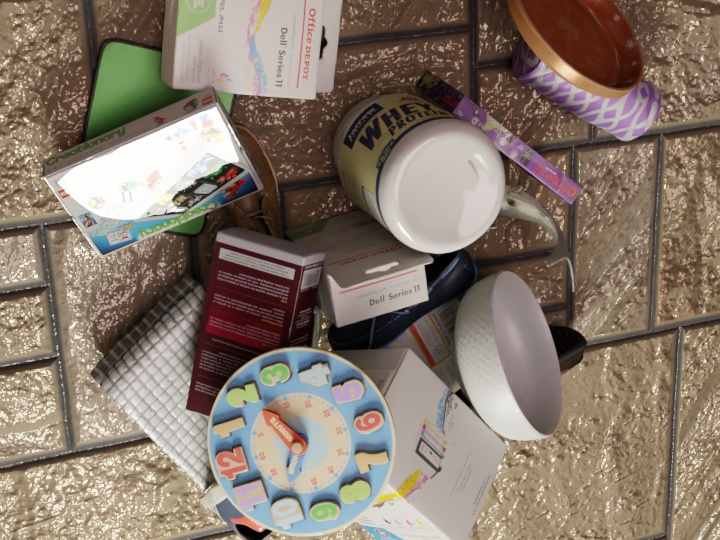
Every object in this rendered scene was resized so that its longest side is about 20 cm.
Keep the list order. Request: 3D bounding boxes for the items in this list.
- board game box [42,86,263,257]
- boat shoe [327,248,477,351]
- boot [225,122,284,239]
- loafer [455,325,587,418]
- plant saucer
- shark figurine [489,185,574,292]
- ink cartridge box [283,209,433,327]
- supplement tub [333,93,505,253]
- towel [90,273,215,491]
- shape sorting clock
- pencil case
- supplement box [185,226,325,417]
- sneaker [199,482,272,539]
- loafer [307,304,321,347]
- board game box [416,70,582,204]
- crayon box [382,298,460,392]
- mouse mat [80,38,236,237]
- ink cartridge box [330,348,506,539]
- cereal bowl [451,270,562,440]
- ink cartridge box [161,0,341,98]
[{"bbox_3d":[-0.217,-0.101,1.303,0.198,0.035,0.127,-22,134,5],"label":"board game box"},{"bbox_3d":[0.041,0.026,1.471,0.199,0.084,0.069,-36,142,-4],"label":"boat shoe"},{"bbox_3d":[-0.116,-0.067,1.383,0.073,0.075,0.202,-20,114,-12],"label":"boot"},{"bbox_3d":[0.207,0.142,1.598,0.199,0.073,0.072,-29,126,-5],"label":"loafer"},{"bbox_3d":[0.240,-0.278,1.405,0.199,0.202,0.032,23,137,-27],"label":"plant saucer"},{"bbox_3d":[0.175,-0.063,1.490,0.090,0.212,0.129,78,35,-62],"label":"shark figurine"},{"bbox_3d":[0.000,0.000,1.382,0.116,0.200,0.068,-16,114,-15],"label":"ink cartridge box"},{"bbox_3d":[0.058,-0.114,1.365,0.143,0.200,0.147,-7,111,-19],"label":"supplement tub"},{"bbox_3d":[-0.189,0.127,1.417,0.166,0.085,0.200,-45,123,-10],"label":"towel"},{"bbox_3d":[-0.062,0.178,1.273,0.197,0.039,0.203,1,100,8],"label":"shape sorting clock"},{"bbox_3d":[0.275,-0.230,1.482,0.199,0.084,0.086,24,60,-29],"label":"pencil case"},{"bbox_3d":[-0.113,0.065,1.321,0.108,0.061,0.202,16,102,18],"label":"supplement box"},{"bbox_3d":[-0.134,0.273,1.425,0.075,0.200,0.085,-40,87,-10],"label":"sneaker"},{"bbox_3d":[-0.092,0.125,1.382,0.069,0.070,0.202,8,102,-33],"label":"loafer"},{"bbox_3d":[0.162,-0.156,1.439,0.199,0.120,0.032,34,94,-27],"label":"board game box"},{"bbox_3d":[0.052,0.119,1.530,0.199,0.052,0.126,-35,118,-8],"label":"crayon box"},{"bbox_3d":[-0.226,-0.142,1.350,0.159,0.008,0.202,9,103,-25],"label":"mouse mat"},{"bbox_3d":[0.037,0.205,1.416,0.200,0.146,0.145,45,59,-27],"label":"ink cartridge box"},{"bbox_3d":[0.166,0.108,1.469,0.083,0.201,0.201,-18,121,26],"label":"cereal bowl"},{"bbox_3d":[-0.106,-0.248,1.314,0.198,0.067,0.119,1,104,-22],"label":"ink cartridge box"}]
